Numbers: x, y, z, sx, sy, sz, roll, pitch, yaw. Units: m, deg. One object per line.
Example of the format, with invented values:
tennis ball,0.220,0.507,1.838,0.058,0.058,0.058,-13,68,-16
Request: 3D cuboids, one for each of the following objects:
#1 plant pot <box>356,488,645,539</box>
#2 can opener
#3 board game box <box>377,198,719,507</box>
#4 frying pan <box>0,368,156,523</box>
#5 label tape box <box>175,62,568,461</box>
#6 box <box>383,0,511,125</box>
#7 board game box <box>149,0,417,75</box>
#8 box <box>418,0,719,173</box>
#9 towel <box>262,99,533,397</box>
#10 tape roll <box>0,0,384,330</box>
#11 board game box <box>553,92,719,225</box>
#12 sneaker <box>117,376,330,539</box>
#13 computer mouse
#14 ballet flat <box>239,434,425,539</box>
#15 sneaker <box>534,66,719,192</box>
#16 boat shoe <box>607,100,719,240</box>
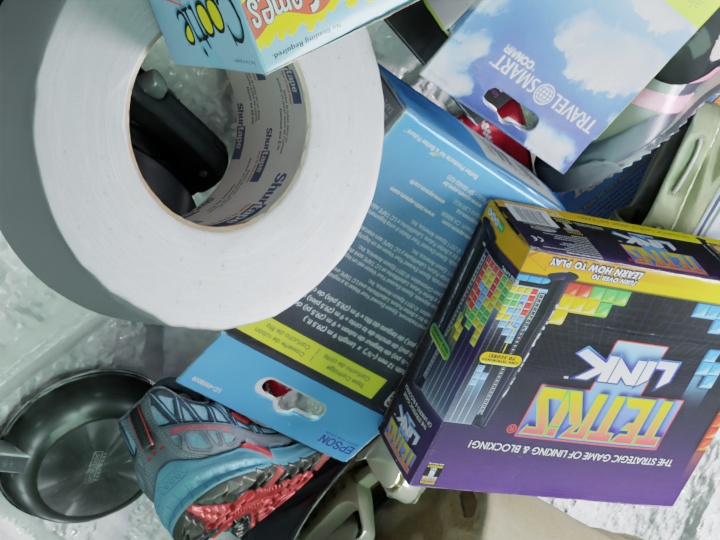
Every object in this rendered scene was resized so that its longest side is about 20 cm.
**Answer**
plant pot,0.089,0.221,1.197,0.200,0.201,0.183,-44,121,9
can opener,-0.140,-0.094,0.899,0.063,0.079,0.200,-36,125,13
board game box,0.132,0.053,1.043,0.199,0.057,0.166,8,119,-30
frying pan,-0.185,0.095,1.047,0.190,0.031,0.115,29,107,-43
label tape box,0.000,0.000,1.019,0.143,0.066,0.200,30,110,-37
box,0.096,-0.186,0.944,0.200,0.036,0.143,-39,129,8
board game box,-0.055,-0.199,0.773,0.103,0.105,0.201,-28,111,-22
box,0.127,-0.158,0.923,0.122,0.048,0.200,30,111,-35
towel,0.017,-0.012,1.074,0.199,0.023,0.145,-23,132,-11
tape roll,-0.085,-0.073,0.876,0.199,0.066,0.202,-3,94,-38
board game box,0.211,-0.084,1.122,0.200,0.019,0.103,-38,135,3
sneaker,-0.081,0.098,1.051,0.079,0.096,0.200,-39,168,5
computer mouse,0.211,-0.194,0.988,0.201,0.058,0.034,-64,171,3
ballet flat,0.004,0.139,1.151,0.200,0.073,0.073,-46,132,11
sneaker,0.170,-0.130,1.044,0.200,0.070,0.082,-39,115,2
boat shoe,0.179,-0.019,1.109,0.062,0.072,0.201,24,111,-12
